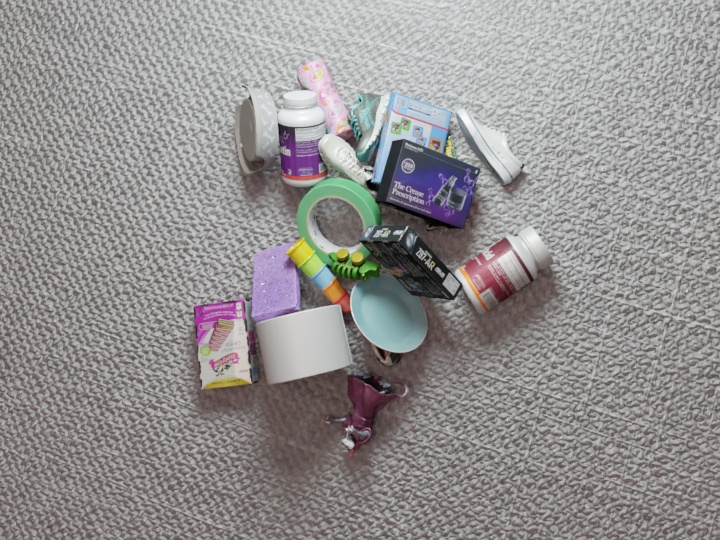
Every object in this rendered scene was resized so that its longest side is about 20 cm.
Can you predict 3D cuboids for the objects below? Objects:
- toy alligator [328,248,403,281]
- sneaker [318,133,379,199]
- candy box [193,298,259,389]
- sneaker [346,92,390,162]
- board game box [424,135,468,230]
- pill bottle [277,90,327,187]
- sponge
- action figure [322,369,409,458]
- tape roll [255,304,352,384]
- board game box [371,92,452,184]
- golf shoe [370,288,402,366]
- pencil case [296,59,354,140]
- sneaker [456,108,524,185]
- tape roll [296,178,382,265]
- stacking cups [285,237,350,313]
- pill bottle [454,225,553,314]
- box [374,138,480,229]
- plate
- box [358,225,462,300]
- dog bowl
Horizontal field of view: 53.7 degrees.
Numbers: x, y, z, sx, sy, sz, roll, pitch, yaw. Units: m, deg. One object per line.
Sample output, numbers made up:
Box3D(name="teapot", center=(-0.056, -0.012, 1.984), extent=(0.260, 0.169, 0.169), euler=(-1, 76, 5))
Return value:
Box3D(name="toy alligator", center=(0.000, 0.000, 1.589), extent=(0.197, 0.060, 0.055), euler=(16, 55, 30))
Box3D(name="sneaker", center=(-0.013, -0.236, 1.624), extent=(0.200, 0.081, 0.076), euler=(42, 79, -22))
Box3D(name="candy box", center=(-0.325, 0.178, 1.722), extent=(0.133, 0.061, 0.205), euler=(-8, 87, 10))
Box3D(name="sneaker", center=(0.007, -0.331, 1.627), extent=(0.089, 0.078, 0.203), euler=(16, 54, 1))
Box3D(name="board game box", center=(0.184, -0.202, 1.655), extent=(0.102, 0.023, 0.205), euler=(-11, 86, 12))
Box3D(name="pill bottle", center=(-0.134, -0.304, 1.641), extent=(0.110, 0.113, 0.204), euler=(4, 117, 11))
Box3D(name="sponge", center=(-0.197, 0.026, 1.660), extent=(0.109, 0.030, 0.203), euler=(-15, 47, 10))
Box3D(name="action figure", center=(0.007, 0.336, 1.648), extent=(0.146, 0.134, 0.204), euler=(5, 104, -30))
Box3D(name="tape roll", center=(-0.129, 0.167, 1.612), extent=(0.198, 0.203, 0.142), euler=(-14, 85, 10))
Box3D(name="board game box", center=(0.116, -0.280, 1.610), extent=(0.148, 0.037, 0.205), euler=(13, 88, -19))
Box3D(name="golf shoe", center=(0.045, 0.121, 1.638), extent=(0.076, 0.088, 0.204), euler=(-21, 82, 11))
Box3D(name="pencil case", center=(-0.079, -0.394, 1.686), extent=(0.086, 0.087, 0.203), euler=(-27, 84, 9))
Box3D(name="sneaker", center=(0.295, -0.292, 1.619), extent=(0.070, 0.073, 0.201), euler=(-37, 90, -2))
Box3D(name="tape roll", center=(-0.049, -0.108, 1.640), extent=(0.196, 0.048, 0.205), euler=(9, 117, 17))
Box3D(name="stacking cups", center=(-0.092, 0.019, 1.659), extent=(0.060, 0.061, 0.201), euler=(-37, 101, 7))
Box3D(name="pill bottle", center=(0.318, -0.004, 1.574), extent=(0.198, 0.114, 0.115), euler=(-34, 82, 8))
Box3D(name="box", center=(0.149, -0.189, 1.569), extent=(0.196, 0.079, 0.144), euler=(16, 88, -20))
Box3D(name="plate", center=(0.062, 0.099, 1.608), extent=(0.201, 0.199, 0.026), euler=(48, 137, 9))
Box3D(name="box", center=(0.109, -0.017, 1.551), extent=(0.200, 0.159, 0.044), euler=(44, 71, -25))
Box3D(name="dog bowl", center=(-0.244, -0.331, 1.669), extent=(0.057, 0.199, 0.205), euler=(-7, 85, -23))
